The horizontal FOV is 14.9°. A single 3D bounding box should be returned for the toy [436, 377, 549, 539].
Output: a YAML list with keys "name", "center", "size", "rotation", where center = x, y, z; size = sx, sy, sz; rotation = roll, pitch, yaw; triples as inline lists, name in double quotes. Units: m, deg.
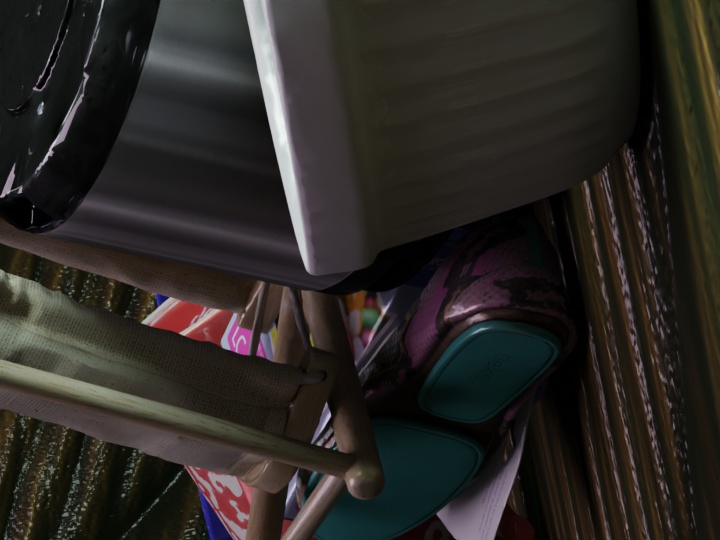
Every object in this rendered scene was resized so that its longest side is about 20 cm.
- name: "toy"
  center: [0.046, 0.031, 1.207]
  size: [0.200, 0.047, 0.115]
  rotation: [-131, 49, -55]

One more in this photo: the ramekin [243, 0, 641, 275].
- name: "ramekin"
  center: [0.015, -0.106, 0.824]
  size: [0.200, 0.105, 0.201]
  rotation: [168, 90, -88]

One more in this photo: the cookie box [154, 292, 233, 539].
- name: "cookie box"
  center: [-0.022, 0.040, 1.533]
  size: [0.075, 0.171, 0.200]
  rotation: [-110, 9, -51]

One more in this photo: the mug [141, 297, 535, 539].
- name: "mug"
  center: [-0.015, 0.091, 1.365]
  size: [0.200, 0.133, 0.177]
  rotation: [55, 166, -11]

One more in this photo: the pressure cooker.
- name: "pressure cooker"
  center: [-0.033, -0.082, 1.034]
  size: [0.179, 0.200, 0.176]
  rotation: [-34, 48, 58]

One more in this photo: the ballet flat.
- name: "ballet flat"
  center: [0.032, 0.041, 1.112]
  size: [0.200, 0.069, 0.071]
  rotation: [125, 156, -50]

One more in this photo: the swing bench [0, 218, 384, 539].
- name: "swing bench"
  center: [-0.105, 0.021, 1.107]
  size: [0.200, 0.199, 0.130]
  rotation: [-91, 26, -43]

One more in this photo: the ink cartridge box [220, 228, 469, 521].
- name: "ink cartridge box"
  center: [0.000, 0.000, 1.208]
  size: [0.200, 0.042, 0.119]
  rotation: [-61, 33, 33]
